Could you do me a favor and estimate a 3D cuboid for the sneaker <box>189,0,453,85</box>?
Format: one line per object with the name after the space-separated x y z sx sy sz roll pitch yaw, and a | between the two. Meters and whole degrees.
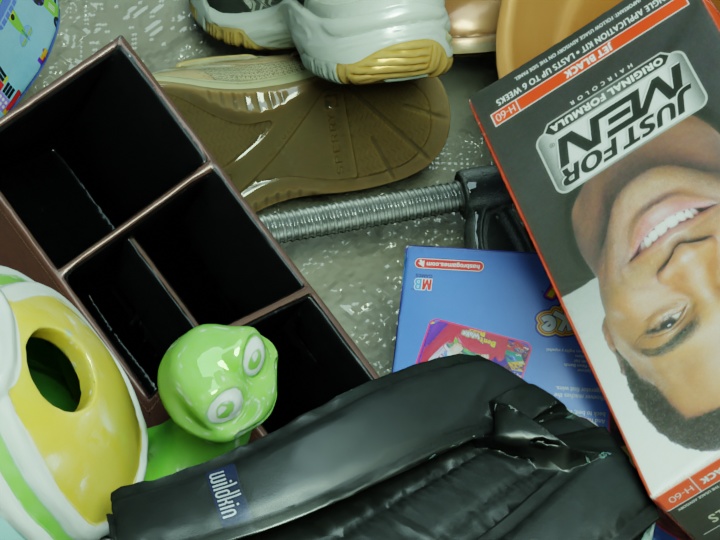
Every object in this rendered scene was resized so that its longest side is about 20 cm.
-0.015 -0.137 1.139 0.075 0.088 0.200 -10 16 -26 | sneaker

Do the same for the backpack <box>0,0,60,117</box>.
-0.236 -0.118 1.103 0.199 0.135 0.183 16 52 22 | backpack

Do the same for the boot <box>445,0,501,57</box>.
0.080 -0.188 1.193 0.200 0.155 0.074 -29 21 -34 | boot

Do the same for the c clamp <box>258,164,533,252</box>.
0.000 0.000 1.107 0.199 0.027 0.172 -16 80 -14 | c clamp

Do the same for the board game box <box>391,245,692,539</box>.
0.110 0.065 1.034 0.199 0.045 0.135 4 70 12 | board game box

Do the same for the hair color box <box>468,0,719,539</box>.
0.122 -0.007 0.959 0.101 0.061 0.200 -33 50 12 | hair color box

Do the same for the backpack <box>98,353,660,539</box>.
0.008 0.124 0.918 0.200 0.127 0.167 -36 67 -23 | backpack

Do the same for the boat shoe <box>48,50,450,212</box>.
-0.063 -0.057 1.146 0.199 0.072 0.065 -7 16 -16 | boat shoe

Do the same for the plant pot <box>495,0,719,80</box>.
0.176 -0.087 1.106 0.199 0.140 0.201 -17 55 26 | plant pot

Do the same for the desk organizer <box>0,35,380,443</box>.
-0.075 0.013 1.025 0.072 0.077 0.200 -26 73 -42 | desk organizer

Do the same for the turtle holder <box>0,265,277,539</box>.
-0.133 0.067 0.929 0.185 0.132 0.141 16 57 13 | turtle holder
